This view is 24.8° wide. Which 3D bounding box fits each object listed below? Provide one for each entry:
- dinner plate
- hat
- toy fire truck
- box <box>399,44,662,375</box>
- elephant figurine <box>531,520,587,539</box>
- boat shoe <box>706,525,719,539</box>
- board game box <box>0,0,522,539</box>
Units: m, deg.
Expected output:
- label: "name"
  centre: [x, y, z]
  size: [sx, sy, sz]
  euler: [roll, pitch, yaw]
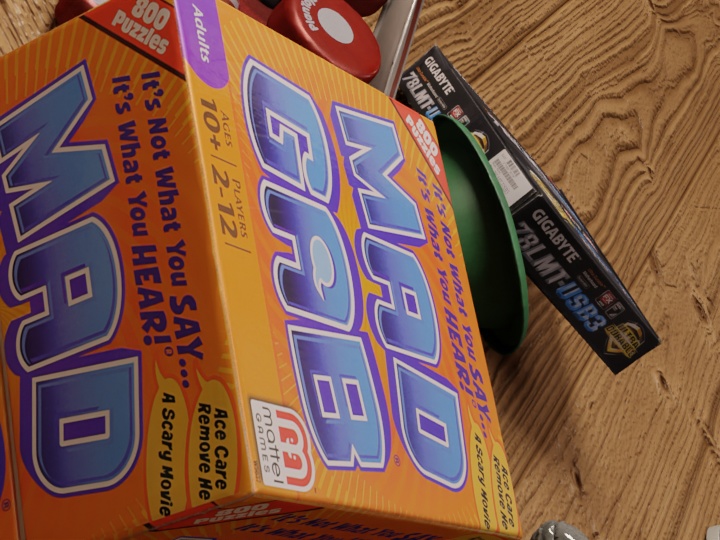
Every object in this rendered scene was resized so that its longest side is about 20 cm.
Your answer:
- label: "dinner plate"
  centre: [0.009, -0.109, 1.023]
  size: [0.024, 0.200, 0.200]
  euler: [19, 38, 0]
- label: "hat"
  centre: [0.000, 0.000, 1.058]
  size: [0.200, 0.176, 0.166]
  euler: [124, -53, -77]
- label: "toy fire truck"
  centre: [-0.080, -0.159, 0.942]
  size: [0.168, 0.112, 0.200]
  euler: [34, 38, -20]
- label: "box"
  centre: [0.123, -0.045, 1.207]
  size: [0.200, 0.050, 0.199]
  euler: [45, 14, -40]
- label: "elephant figurine"
  centre: [0.074, 0.233, 0.920]
  size: [0.200, 0.155, 0.142]
  euler: [-18, 129, -53]
- label: "boat shoe"
  centre: [0.358, 0.315, 1.440]
  size: [0.076, 0.060, 0.200]
  euler: [10, 62, -59]
- label: "board game box"
  centre: [-0.082, 0.034, 0.682]
  size: [0.200, 0.200, 0.200]
  euler: [21, 53, -55]
